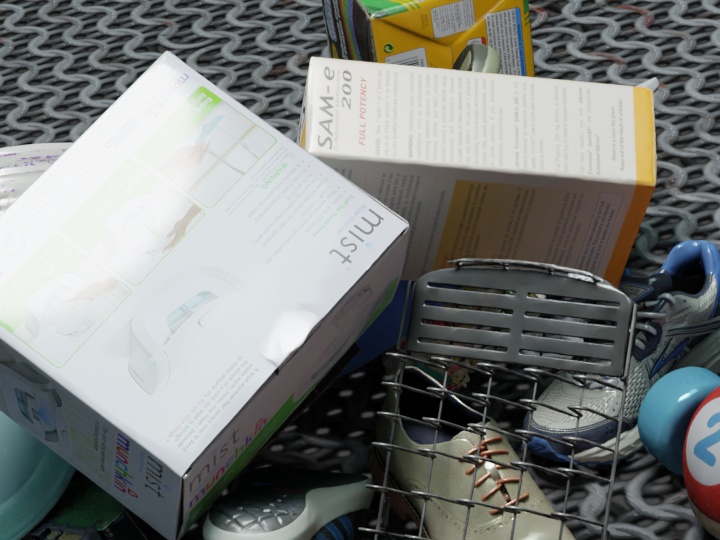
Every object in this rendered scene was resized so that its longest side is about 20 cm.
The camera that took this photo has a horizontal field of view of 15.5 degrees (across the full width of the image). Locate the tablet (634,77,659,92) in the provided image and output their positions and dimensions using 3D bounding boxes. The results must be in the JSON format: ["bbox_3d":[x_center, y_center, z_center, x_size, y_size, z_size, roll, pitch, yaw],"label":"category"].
[{"bbox_3d":[0.102,-0.057,1.744,0.200,0.014,0.130,-35,5,37],"label":"tablet"}]

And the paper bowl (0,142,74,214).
[{"bbox_3d":[-0.234,-0.003,1.710,0.200,0.104,0.201,-12,-13,-3],"label":"paper bowl"}]

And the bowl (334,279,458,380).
[{"bbox_3d":[0.000,0.000,1.674,0.201,0.039,0.201,-34,18,12],"label":"bowl"}]

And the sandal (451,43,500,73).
[{"bbox_3d":[0.072,-0.083,1.761,0.057,0.201,0.080,13,70,-6],"label":"sandal"}]

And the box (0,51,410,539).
[{"bbox_3d":[-0.102,0.012,1.443,0.176,0.097,0.200,35,63,12],"label":"box"}]

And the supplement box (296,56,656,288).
[{"bbox_3d":[0.061,-0.053,1.539,0.200,0.126,0.074,5,58,-5],"label":"supplement box"}]

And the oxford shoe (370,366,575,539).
[{"bbox_3d":[0.066,0.128,1.470,0.071,0.074,0.200,-23,42,-27],"label":"oxford shoe"}]

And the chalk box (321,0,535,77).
[{"bbox_3d":[0.043,-0.188,2.009,0.124,0.125,0.200,-14,30,-10],"label":"chalk box"}]

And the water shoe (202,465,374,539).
[{"bbox_3d":[-0.045,0.157,1.468,0.071,0.079,0.200,5,6,16],"label":"water shoe"}]

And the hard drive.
[{"bbox_3d":[-0.106,0.099,1.526,0.200,0.038,0.140,-43,19,-26],"label":"hard drive"}]

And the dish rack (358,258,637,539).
[{"bbox_3d":[0.069,0.091,1.415,0.153,0.200,0.055,6,-8,26],"label":"dish rack"}]

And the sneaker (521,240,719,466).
[{"bbox_3d":[0.158,0.044,1.598,0.077,0.085,0.200,14,36,35],"label":"sneaker"}]

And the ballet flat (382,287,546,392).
[{"bbox_3d":[0.080,0.022,1.693,0.064,0.076,0.200,35,43,9],"label":"ballet flat"}]

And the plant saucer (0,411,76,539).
[{"bbox_3d":[-0.249,0.074,1.515,0.200,0.200,0.036,-6,-8,4],"label":"plant saucer"}]

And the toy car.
[{"bbox_3d":[0.256,0.042,1.456,0.177,0.200,0.184,-19,30,-19],"label":"toy car"}]
